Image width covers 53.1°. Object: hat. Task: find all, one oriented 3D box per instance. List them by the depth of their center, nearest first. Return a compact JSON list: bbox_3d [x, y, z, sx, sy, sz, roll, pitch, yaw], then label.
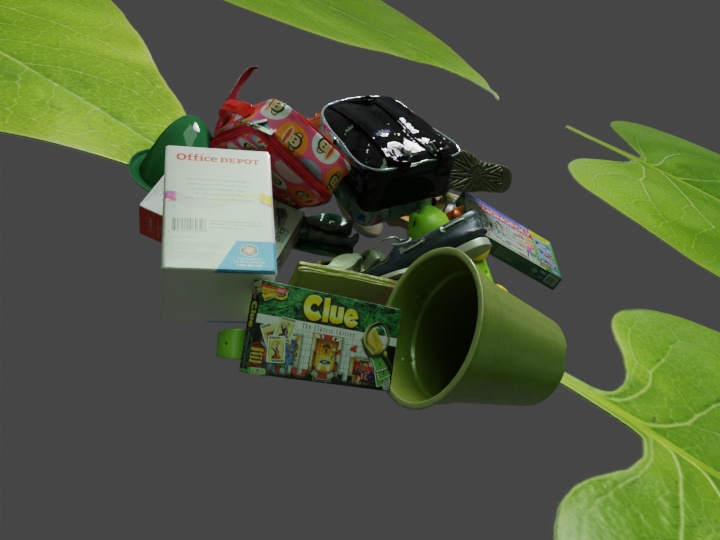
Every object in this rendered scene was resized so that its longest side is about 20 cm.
[{"bbox_3d":[-0.262,-0.226,1.126,0.165,0.177,0.200,13,32,-15],"label":"hat"}]

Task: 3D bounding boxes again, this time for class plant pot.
[{"bbox_3d":[0.154,0.095,0.914,0.189,0.200,0.200,20,28,-29],"label":"plant pot"}]

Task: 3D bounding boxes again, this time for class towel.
[{"bbox_3d":[0.000,0.037,0.979,0.199,0.086,0.018,12,48,-15],"label":"towel"}]

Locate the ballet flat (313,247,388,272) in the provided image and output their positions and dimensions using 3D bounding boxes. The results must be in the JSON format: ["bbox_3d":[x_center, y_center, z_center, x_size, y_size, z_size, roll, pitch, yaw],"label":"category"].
[{"bbox_3d":[0.000,0.000,1.053,0.199,0.070,0.069,-11,44,-43],"label":"ballet flat"}]

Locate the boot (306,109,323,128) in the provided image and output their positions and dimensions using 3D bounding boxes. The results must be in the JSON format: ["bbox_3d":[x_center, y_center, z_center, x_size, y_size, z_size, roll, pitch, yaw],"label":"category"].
[{"bbox_3d":[-0.066,-0.238,1.226,0.200,0.108,0.075,26,11,30],"label":"boot"}]

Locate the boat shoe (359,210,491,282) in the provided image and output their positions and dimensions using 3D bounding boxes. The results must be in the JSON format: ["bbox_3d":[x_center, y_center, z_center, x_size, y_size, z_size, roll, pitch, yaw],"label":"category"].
[{"bbox_3d":[0.078,-0.022,0.986,0.075,0.199,0.062,19,50,-62],"label":"boat shoe"}]

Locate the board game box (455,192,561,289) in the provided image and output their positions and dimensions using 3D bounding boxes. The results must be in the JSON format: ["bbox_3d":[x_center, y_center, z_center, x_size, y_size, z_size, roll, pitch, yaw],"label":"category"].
[{"bbox_3d":[0.263,-0.056,1.294,0.199,0.029,0.135,28,30,-13],"label":"board game box"}]

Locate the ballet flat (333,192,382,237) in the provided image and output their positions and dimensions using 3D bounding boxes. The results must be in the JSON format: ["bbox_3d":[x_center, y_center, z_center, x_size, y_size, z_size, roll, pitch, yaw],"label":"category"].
[{"bbox_3d":[-0.012,-0.137,1.245,0.069,0.070,0.200,1,37,-32],"label":"ballet flat"}]

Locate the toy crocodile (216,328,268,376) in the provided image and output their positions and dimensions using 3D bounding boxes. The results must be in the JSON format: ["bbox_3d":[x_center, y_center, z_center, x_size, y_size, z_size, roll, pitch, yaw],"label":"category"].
[{"bbox_3d":[-0.079,0.088,0.877,0.199,0.062,0.068,-5,81,-39],"label":"toy crocodile"}]

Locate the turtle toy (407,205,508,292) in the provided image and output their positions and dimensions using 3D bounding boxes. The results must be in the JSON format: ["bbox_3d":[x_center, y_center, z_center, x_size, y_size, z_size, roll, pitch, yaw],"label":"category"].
[{"bbox_3d":[0.139,-0.006,1.062,0.146,0.101,0.201,27,41,-88],"label":"turtle toy"}]

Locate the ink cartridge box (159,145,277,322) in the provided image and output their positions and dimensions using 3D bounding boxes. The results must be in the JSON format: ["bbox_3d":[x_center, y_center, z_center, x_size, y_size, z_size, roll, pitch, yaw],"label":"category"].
[{"bbox_3d":[-0.177,-0.053,0.884,0.128,0.125,0.201,3,58,-15],"label":"ink cartridge box"}]

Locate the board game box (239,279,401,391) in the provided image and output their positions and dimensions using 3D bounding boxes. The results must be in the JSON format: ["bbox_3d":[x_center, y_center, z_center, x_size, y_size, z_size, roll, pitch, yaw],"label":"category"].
[{"bbox_3d":[-0.041,0.079,0.844,0.199,0.105,0.023,13,-11,-34],"label":"board game box"}]

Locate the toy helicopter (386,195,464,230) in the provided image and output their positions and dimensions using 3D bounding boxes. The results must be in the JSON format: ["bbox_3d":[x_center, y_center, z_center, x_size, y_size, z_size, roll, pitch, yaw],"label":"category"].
[{"bbox_3d":[0.107,-0.075,1.183,0.132,0.079,0.200,2,43,4],"label":"toy helicopter"}]

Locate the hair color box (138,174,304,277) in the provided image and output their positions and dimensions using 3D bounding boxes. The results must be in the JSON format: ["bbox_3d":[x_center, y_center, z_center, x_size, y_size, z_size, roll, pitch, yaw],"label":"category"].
[{"bbox_3d":[-0.193,-0.067,1.008,0.199,0.064,0.111,24,51,3],"label":"hair color box"}]

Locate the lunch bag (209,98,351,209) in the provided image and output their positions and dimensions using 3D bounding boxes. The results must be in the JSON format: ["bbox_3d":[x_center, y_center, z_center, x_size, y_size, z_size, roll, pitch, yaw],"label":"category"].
[{"bbox_3d":[-0.123,-0.167,1.000,0.176,0.082,0.200,42,-18,-24],"label":"lunch bag"}]

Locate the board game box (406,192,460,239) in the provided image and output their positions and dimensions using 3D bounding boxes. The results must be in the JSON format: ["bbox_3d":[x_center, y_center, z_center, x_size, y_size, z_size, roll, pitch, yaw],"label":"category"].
[{"bbox_3d":[0.151,-0.094,1.333,0.134,0.029,0.200,17,31,-8],"label":"board game box"}]

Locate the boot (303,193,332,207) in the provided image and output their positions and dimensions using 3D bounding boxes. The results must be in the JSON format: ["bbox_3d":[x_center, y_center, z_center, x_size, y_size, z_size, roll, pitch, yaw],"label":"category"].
[{"bbox_3d":[-0.104,-0.163,1.218,0.199,0.071,0.146,25,21,21],"label":"boot"}]

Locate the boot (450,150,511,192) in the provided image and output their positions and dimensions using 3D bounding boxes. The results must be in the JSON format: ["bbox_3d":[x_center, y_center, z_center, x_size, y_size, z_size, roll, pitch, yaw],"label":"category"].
[{"bbox_3d":[0.145,-0.174,1.289,0.175,0.066,0.200,12,3,-34],"label":"boot"}]

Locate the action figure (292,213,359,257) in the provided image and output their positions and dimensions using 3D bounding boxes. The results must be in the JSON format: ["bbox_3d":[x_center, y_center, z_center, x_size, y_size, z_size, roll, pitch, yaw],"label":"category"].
[{"bbox_3d":[-0.104,-0.065,1.105,0.199,0.055,0.118,5,38,-20],"label":"action figure"}]

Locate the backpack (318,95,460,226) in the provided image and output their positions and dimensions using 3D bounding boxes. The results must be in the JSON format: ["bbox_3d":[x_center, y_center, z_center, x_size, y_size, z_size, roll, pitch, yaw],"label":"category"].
[{"bbox_3d":[0.028,-0.173,1.079,0.177,0.151,0.200,-17,54,-30],"label":"backpack"}]
